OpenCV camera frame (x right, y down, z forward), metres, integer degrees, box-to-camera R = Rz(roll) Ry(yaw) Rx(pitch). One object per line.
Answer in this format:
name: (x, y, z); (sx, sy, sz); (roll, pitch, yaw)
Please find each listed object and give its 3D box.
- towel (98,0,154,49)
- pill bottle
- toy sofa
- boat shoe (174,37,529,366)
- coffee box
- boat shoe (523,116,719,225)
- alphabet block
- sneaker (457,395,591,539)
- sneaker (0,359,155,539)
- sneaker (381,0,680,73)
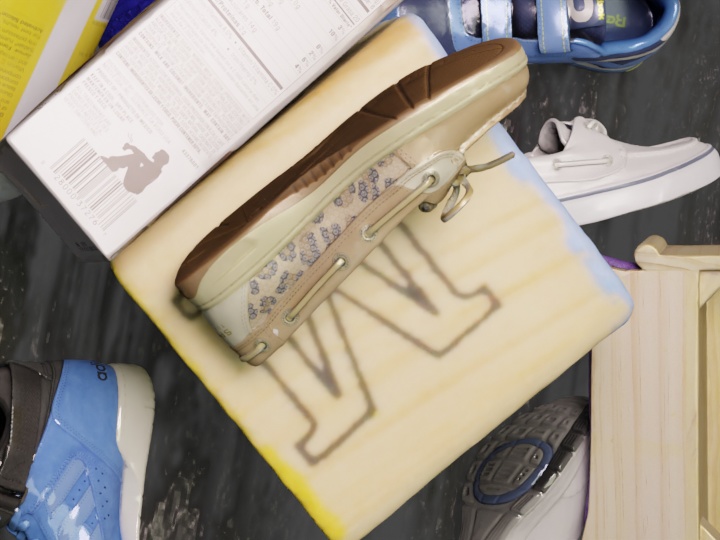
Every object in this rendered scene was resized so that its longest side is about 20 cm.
towel: (-0.113, -0.185, 1.100); (0.049, 0.147, 0.201); (-32, 98, -57)
pill bottle: (-0.208, -0.107, 1.059); (0.111, 0.112, 0.201); (25, 97, -17)
toy sofa: (0.184, 0.082, 1.186); (0.097, 0.083, 0.202); (0, 95, 14)
boat shoe: (0.005, -0.036, 0.944); (0.199, 0.073, 0.063); (-36, 104, 10)
coffee box: (-0.084, -0.099, 0.992); (0.200, 0.113, 0.080); (-43, 100, -12)
boat shoe: (0.131, -0.062, 1.214); (0.198, 0.073, 0.066); (-15, 96, -21)
alphabet block: (0.000, 0.000, 1.074); (0.200, 0.195, 0.197); (-39, 96, -2)
sneaker: (0.099, 0.170, 1.201); (0.087, 0.074, 0.201); (36, 78, -32)
sneaker: (-0.176, 0.147, 1.085); (0.110, 0.077, 0.202); (7, 80, -25)
sneaker: (0.104, -0.160, 1.206); (0.198, 0.082, 0.075); (-4, 90, -19)
